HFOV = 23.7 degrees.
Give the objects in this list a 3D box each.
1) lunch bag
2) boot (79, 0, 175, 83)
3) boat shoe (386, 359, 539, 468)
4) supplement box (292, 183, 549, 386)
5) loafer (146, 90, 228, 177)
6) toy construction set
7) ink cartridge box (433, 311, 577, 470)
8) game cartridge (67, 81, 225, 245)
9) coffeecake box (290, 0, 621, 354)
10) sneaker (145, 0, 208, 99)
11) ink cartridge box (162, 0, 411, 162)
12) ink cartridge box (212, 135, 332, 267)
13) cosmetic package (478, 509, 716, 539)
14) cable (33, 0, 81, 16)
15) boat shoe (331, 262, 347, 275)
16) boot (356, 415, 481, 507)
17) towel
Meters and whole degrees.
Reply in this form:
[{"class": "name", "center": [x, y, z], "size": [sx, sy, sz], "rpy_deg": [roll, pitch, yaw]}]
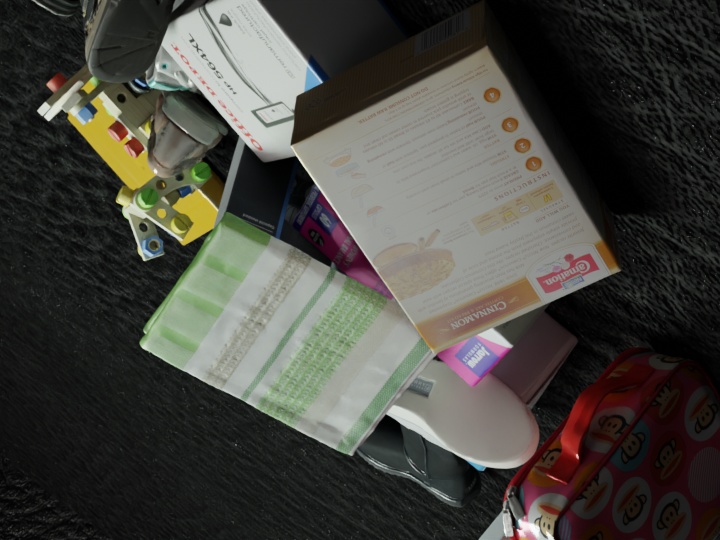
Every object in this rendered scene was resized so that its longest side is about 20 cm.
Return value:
[{"class": "lunch bag", "center": [0.201, 0.161, 1.312], "size": [0.082, 0.200, 0.177], "rpy_deg": [15, 143, 49]}, {"class": "boot", "center": [-0.175, -0.265, 1.328], "size": [0.201, 0.073, 0.151], "rpy_deg": [-62, 38, 32]}, {"class": "boat shoe", "center": [0.075, 0.118, 1.425], "size": [0.199, 0.072, 0.068], "rpy_deg": [14, 165, 40]}, {"class": "supplement box", "center": [0.059, -0.022, 1.353], "size": [0.200, 0.103, 0.101], "rpy_deg": [40, 153, 4]}, {"class": "loafer", "center": [-0.163, -0.123, 1.534], "size": [0.072, 0.063, 0.200], "rpy_deg": [37, -175, -7]}, {"class": "toy construction set", "center": [-0.219, -0.121, 1.639], "size": [0.200, 0.131, 0.092], "rpy_deg": [51, 160, -22]}, {"class": "ink cartridge box", "center": [0.094, 0.076, 1.510], "size": [0.144, 0.085, 0.200], "rpy_deg": [40, 159, 9]}, {"class": "game cartridge", "center": [-0.221, -0.120, 1.799], "size": [0.200, 0.032, 0.176], "rpy_deg": [49, 159, -8]}, {"class": "coffeecake box", "center": [0.068, -0.060, 1.191], "size": [0.200, 0.153, 0.073], "rpy_deg": [55, -159, -28]}, {"class": "sneaker", "center": [-0.138, -0.173, 1.451], "size": [0.200, 0.089, 0.075], "rpy_deg": [51, 157, -20]}, {"class": "ink cartridge box", "center": [-0.054, -0.168, 1.312], "size": [0.146, 0.084, 0.200], "rpy_deg": [49, 158, -16]}, {"class": "ink cartridge box", "center": [-0.067, -0.036, 1.399], "size": [0.099, 0.201, 0.039], "rpy_deg": [22, 143, -14]}, {"class": "cosmetic package", "center": [0.199, 0.227, 1.443], "size": [0.151, 0.200, 0.052], "rpy_deg": [45, 159, -6]}, {"class": "cable", "center": [-0.245, -0.235, 1.473], "size": [0.097, 0.050, 0.200], "rpy_deg": [41, -161, -17]}, {"class": "boat shoe", "center": [0.000, 0.000, 1.448], "size": [0.202, 0.071, 0.070], "rpy_deg": [-92, -20, -48]}, {"class": "boot", "center": [0.047, 0.150, 1.768], "size": [0.164, 0.066, 0.200], "rpy_deg": [25, 156, 24]}, {"class": "towel", "center": [-0.053, 0.049, 1.337], "size": [0.199, 0.031, 0.149], "rpy_deg": [30, 120, -14]}]
